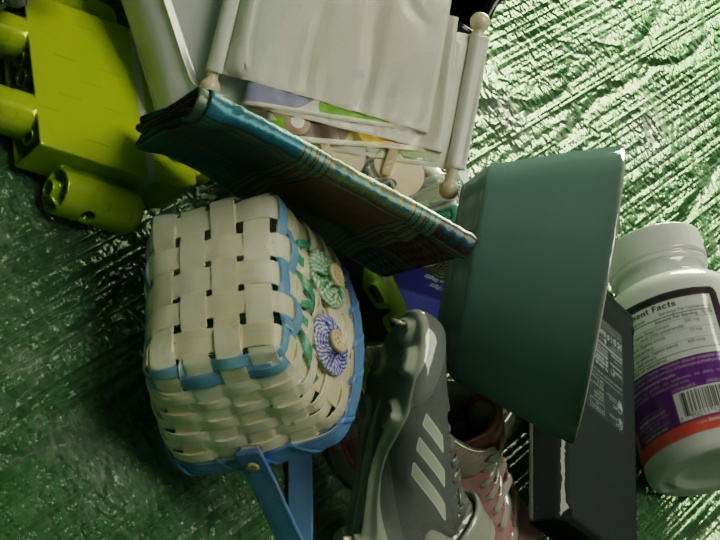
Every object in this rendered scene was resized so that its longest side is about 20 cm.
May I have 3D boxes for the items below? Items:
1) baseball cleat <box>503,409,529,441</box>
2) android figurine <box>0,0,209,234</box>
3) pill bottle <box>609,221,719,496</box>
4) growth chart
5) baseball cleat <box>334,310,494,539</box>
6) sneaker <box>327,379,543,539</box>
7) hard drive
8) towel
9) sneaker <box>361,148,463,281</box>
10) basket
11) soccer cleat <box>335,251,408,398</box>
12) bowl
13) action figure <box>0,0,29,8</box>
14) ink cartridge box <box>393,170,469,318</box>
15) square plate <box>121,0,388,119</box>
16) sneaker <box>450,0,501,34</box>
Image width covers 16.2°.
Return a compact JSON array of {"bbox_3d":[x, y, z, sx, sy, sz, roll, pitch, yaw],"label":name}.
[{"bbox_3d":[0.130,0.100,1.868,0.107,0.070,0.200,55,37,-16],"label":"baseball cleat"},{"bbox_3d":[-0.176,-0.109,1.669,0.199,0.041,0.183,17,51,-42],"label":"android figurine"},{"bbox_3d":[0.257,0.068,2.013,0.111,0.111,0.201,15,53,-45],"label":"pill bottle"},{"bbox_3d":[-0.008,-0.135,1.665,0.199,0.018,0.146,20,86,-15],"label":"growth chart"},{"bbox_3d":[0.042,0.127,1.646,0.106,0.201,0.070,10,10,-25],"label":"baseball cleat"},{"bbox_3d":[0.080,0.143,1.741,0.200,0.104,0.076,37,38,-30],"label":"sneaker"},{"bbox_3d":[0.163,0.106,1.840,0.139,0.033,0.201,39,47,-54],"label":"hard drive"},{"bbox_3d":[-0.038,-0.052,1.600,0.199,0.147,0.022,29,76,-16],"label":"towel"},{"bbox_3d":[0.034,-0.075,1.823,0.091,0.077,0.201,47,24,-58],"label":"sneaker"},{"bbox_3d":[-0.064,0.063,1.608,0.200,0.138,0.177,71,13,-54],"label":"basket"},{"bbox_3d":[0.001,0.000,1.748,0.084,0.064,0.201,-59,133,-59],"label":"soccer cleat"},{"bbox_3d":[0.108,0.007,1.682,0.104,0.202,0.201,10,44,1],"label":"bowl"},{"bbox_3d":[-0.242,-0.242,1.644,0.129,0.070,0.201,2,48,-30],"label":"action figure"},{"bbox_3d":[0.015,-0.046,1.859,0.199,0.041,0.201,16,52,-45],"label":"ink cartridge box"},{"bbox_3d":[-0.063,-0.198,1.678,0.197,0.028,0.201,-19,92,-13],"label":"square plate"},{"bbox_3d":[0.055,-0.216,1.951,0.080,0.115,0.200,30,27,-35],"label":"sneaker"}]
